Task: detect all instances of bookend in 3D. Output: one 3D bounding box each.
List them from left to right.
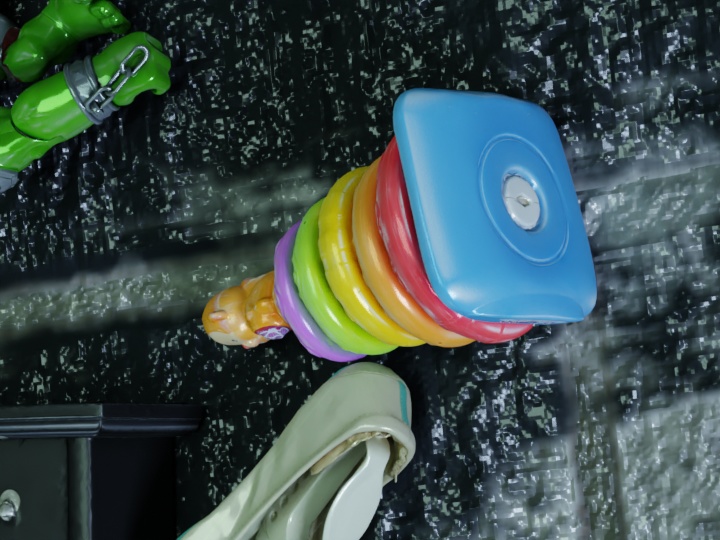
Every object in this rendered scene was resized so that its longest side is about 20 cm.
[{"bbox_3d":[-0.183,0.165,1.432,0.199,0.092,0.200,-2,87,28],"label":"bookend"}]

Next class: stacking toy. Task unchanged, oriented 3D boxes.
[{"bbox_3d":[0.000,0.000,1.348,0.200,0.116,0.110,-23,73,37],"label":"stacking toy"}]

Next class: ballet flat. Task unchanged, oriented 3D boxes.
[{"bbox_3d":[-0.042,0.130,1.367,0.069,0.069,0.200,45,108,23],"label":"ballet flat"}]

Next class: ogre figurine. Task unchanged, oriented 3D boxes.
[{"bbox_3d":[-0.194,-0.110,1.460,0.200,0.098,0.120,37,87,10],"label":"ogre figurine"}]
